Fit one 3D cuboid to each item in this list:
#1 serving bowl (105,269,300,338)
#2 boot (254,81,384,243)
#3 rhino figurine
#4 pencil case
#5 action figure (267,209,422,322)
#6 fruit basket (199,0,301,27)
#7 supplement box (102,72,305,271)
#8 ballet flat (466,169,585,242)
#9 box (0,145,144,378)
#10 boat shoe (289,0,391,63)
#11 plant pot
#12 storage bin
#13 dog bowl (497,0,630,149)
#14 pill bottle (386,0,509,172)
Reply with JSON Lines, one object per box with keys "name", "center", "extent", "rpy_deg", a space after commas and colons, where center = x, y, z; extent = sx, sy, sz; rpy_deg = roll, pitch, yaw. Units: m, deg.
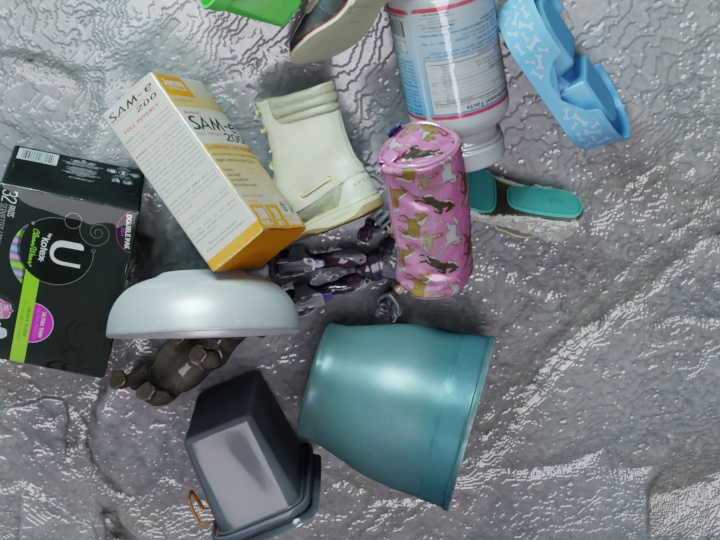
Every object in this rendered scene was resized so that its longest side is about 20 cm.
{"name": "serving bowl", "center": [-0.162, 0.035, 1.611], "extent": [0.200, 0.200, 0.066], "rpy_deg": [-2, 85, -3]}
{"name": "boot", "center": [-0.082, -0.108, 1.669], "extent": [0.200, 0.072, 0.155], "rpy_deg": [-17, 97, 35]}
{"name": "rhino figurine", "center": [-0.180, 0.089, 1.755], "extent": [0.200, 0.087, 0.060], "rpy_deg": [-33, 74, 9]}
{"name": "pencil case", "center": [0.070, -0.059, 1.629], "extent": [0.086, 0.083, 0.200], "rpy_deg": [12, 138, 23]}
{"name": "action figure", "center": [0.000, 0.000, 1.733], "extent": [0.200, 0.069, 0.130], "rpy_deg": [-13, 105, -3]}
{"name": "fruit basket", "center": [-0.113, -0.355, 1.508], "extent": [0.215, 0.156, 0.216], "rpy_deg": [-9, 125, -13]}
{"name": "supplement box", "center": [-0.156, -0.100, 1.595], "extent": [0.074, 0.126, 0.200], "rpy_deg": [-39, 81, 16]}
{"name": "ballet flat", "center": [0.147, -0.068, 1.717], "extent": [0.200, 0.072, 0.072], "rpy_deg": [15, 113, -9]}
{"name": "box", "center": [-0.322, -0.010, 1.672], "extent": [0.148, 0.124, 0.200], "rpy_deg": [11, 112, -9]}
{"name": "boat shoe", "center": [-0.018, -0.276, 1.576], "extent": [0.071, 0.063, 0.200], "rpy_deg": [-11, 162, -35]}
{"name": "plant pot", "center": [0.035, 0.144, 1.744], "extent": [0.188, 0.200, 0.200], "rpy_deg": [16, 113, 5]}
{"name": "storage bin", "center": [-0.137, 0.209, 1.759], "extent": [0.145, 0.200, 0.134], "rpy_deg": [-23, 103, 6]}
{"name": "dog bowl", "center": [0.210, -0.210, 1.632], "extent": [0.050, 0.112, 0.200], "rpy_deg": [-27, 115, 23]}
{"name": "pill bottle", "center": [0.095, -0.208, 1.620], "extent": [0.109, 0.109, 0.200], "rpy_deg": [-12, 116, 1]}
